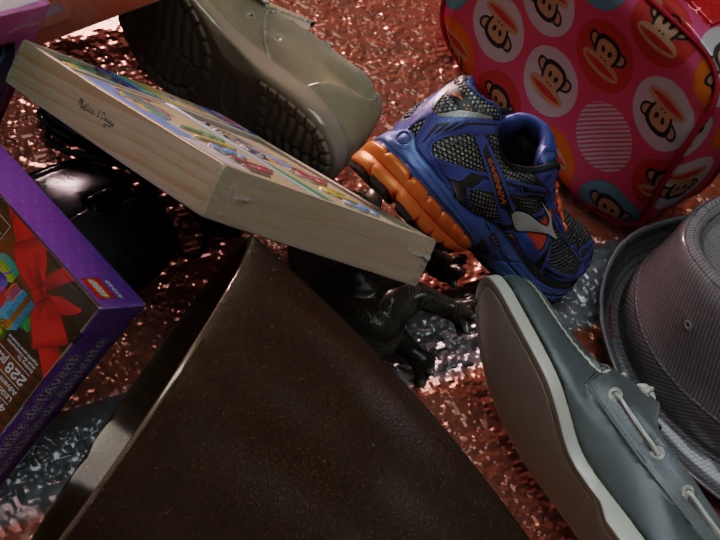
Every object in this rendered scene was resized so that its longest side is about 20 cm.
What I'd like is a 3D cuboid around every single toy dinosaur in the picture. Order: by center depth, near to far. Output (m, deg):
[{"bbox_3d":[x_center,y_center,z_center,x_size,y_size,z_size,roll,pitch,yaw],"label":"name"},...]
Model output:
[{"bbox_3d":[0.000,0.000,0.795,0.102,0.077,0.200,17,56,-19],"label":"toy dinosaur"}]

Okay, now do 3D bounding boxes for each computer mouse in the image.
[{"bbox_3d":[-0.156,-0.018,0.779,0.138,0.053,0.200,33,54,8],"label":"computer mouse"}]

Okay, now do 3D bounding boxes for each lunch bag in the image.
[{"bbox_3d":[0.141,-0.142,0.871,0.082,0.176,0.200,-27,67,-29],"label":"lunch bag"}]

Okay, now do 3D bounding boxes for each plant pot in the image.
[{"bbox_3d":[-0.019,0.118,0.657,0.200,0.187,0.187,35,53,-7],"label":"plant pot"}]

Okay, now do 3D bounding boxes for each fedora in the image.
[{"bbox_3d":[0.228,0.033,0.823,0.177,0.090,0.200,-22,64,-27],"label":"fedora"}]

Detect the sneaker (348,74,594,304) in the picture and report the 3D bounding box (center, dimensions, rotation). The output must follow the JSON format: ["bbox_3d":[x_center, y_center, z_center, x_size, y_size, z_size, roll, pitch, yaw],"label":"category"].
[{"bbox_3d":[0.079,-0.040,0.793,0.075,0.078,0.200,48,13,30],"label":"sneaker"}]

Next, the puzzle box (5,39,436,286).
[{"bbox_3d":[-0.070,-0.054,0.733,0.133,0.025,0.200,18,10,-43],"label":"puzzle box"}]

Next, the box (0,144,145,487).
[{"bbox_3d":[-0.209,-0.002,0.705,0.200,0.137,0.039,45,18,18],"label":"box"}]

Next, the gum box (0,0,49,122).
[{"bbox_3d":[-0.262,-0.136,0.786,0.200,0.114,0.066,38,32,12],"label":"gum box"}]

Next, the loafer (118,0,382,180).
[{"bbox_3d":[-0.065,-0.123,0.868,0.068,0.076,0.200,-27,63,-40],"label":"loafer"}]

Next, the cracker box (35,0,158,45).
[{"bbox_3d":[-0.184,-0.222,0.874,0.134,0.058,0.200,-17,55,15],"label":"cracker box"}]

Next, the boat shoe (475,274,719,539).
[{"bbox_3d":[0.120,0.084,0.749,0.062,0.073,0.200,-20,68,-19],"label":"boat shoe"}]
